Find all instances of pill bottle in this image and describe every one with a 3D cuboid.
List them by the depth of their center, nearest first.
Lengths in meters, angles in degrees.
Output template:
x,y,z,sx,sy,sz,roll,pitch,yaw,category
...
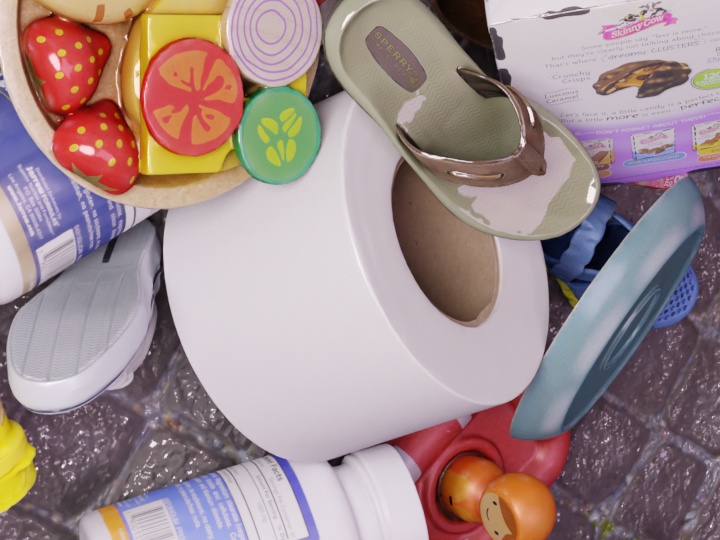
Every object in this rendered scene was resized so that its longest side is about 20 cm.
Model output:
x,y,z,sx,sy,sz,roll,pitch,yaw,category
-0.150,-0.077,1.066,0.200,0.111,0.112,-34,120,-24,pill bottle
-0.064,0.174,1.172,0.199,0.112,0.113,-16,112,-16,pill bottle

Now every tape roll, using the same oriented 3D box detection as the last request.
x,y,z,sx,sy,sz,roll,pitch,yaw,category
0.000,0.000,1.123,0.202,0.139,0.204,31,48,-43,tape roll

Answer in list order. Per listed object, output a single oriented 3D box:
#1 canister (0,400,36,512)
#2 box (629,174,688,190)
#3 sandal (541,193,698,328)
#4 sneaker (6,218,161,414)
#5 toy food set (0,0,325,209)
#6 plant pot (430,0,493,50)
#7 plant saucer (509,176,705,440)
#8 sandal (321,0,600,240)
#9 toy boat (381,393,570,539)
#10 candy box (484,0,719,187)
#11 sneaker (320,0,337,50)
x,y,z,sx,sy,sz,roll,pitch,yaw,category
-0.262,0.030,0.994,0.086,0.148,0.201,-34,118,-35,canister
0.176,-0.162,1.284,0.102,0.094,0.201,7,99,-37,box
0.175,-0.007,1.334,0.199,0.087,0.080,25,86,-39,sandal
-0.145,0.038,1.066,0.073,0.200,0.071,0,115,9,sneaker
-0.096,-0.132,0.997,0.197,0.049,0.201,-5,99,-34,toy food set
0.124,-0.264,1.158,0.186,0.187,0.201,16,57,-37,plant pot
0.163,0.031,1.209,0.200,0.027,0.200,-51,166,-18,plant saucer
0.058,-0.078,1.044,0.201,0.057,0.080,37,90,-31,sandal
0.079,0.151,1.280,0.200,0.130,0.131,-47,124,-16,toy boat
0.164,-0.131,1.119,0.200,0.167,0.072,70,14,-61,candy box
-0.055,-0.198,1.100,0.199,0.070,0.094,25,96,-53,sneaker
